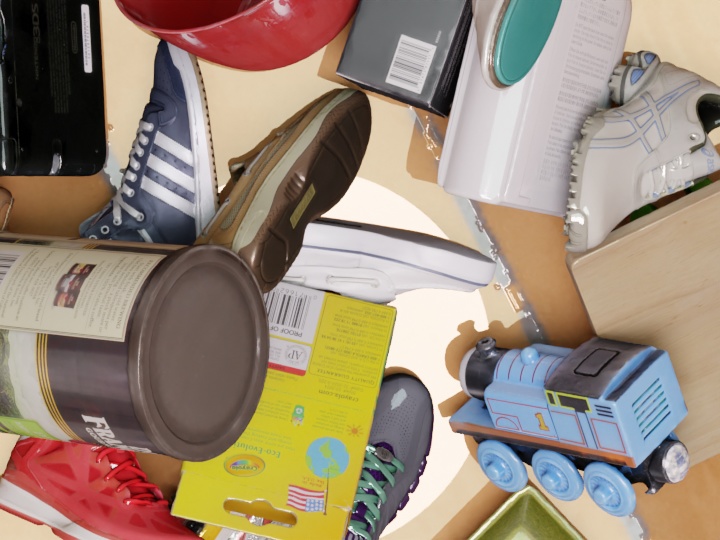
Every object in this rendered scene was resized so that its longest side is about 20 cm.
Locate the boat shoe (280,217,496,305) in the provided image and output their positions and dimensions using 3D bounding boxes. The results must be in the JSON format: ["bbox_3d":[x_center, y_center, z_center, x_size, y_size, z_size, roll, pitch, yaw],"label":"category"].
[{"bbox_3d":[0.000,0.000,1.738,0.199,0.074,0.066,10,98,6],"label":"boat shoe"}]

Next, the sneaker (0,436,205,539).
[{"bbox_3d":[-0.179,0.144,1.692,0.199,0.078,0.116,17,86,31],"label":"sneaker"}]

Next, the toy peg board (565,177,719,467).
[{"bbox_3d":[0.265,0.017,1.748,0.199,0.098,0.200,-25,116,-1],"label":"toy peg board"}]

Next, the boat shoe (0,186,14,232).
[{"bbox_3d":[-0.285,0.032,1.721,0.068,0.072,0.201,20,102,-10],"label":"boat shoe"}]

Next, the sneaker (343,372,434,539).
[{"bbox_3d":[0.005,0.175,1.735,0.074,0.088,0.201,25,93,-12],"label":"sneaker"}]

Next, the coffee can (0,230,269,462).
[{"bbox_3d":[-0.184,0.049,1.622,0.199,0.146,0.147,5,95,34],"label":"coffee can"}]

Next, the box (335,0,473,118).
[{"bbox_3d":[0.056,-0.219,1.680,0.078,0.141,0.201,20,92,9],"label":"box"}]

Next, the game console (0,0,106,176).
[{"bbox_3d":[-0.282,-0.165,1.684,0.116,0.176,0.201,-2,91,33],"label":"game console"}]

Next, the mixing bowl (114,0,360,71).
[{"bbox_3d":[-0.068,-0.217,1.669,0.200,0.200,0.108,-40,134,0],"label":"mixing bowl"}]

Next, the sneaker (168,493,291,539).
[{"bbox_3d":[-0.074,0.161,1.748,0.200,0.078,0.082,-49,122,-3],"label":"sneaker"}]

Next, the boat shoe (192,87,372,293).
[{"bbox_3d":[-0.061,-0.068,1.693,0.076,0.200,0.072,11,133,27],"label":"boat shoe"}]

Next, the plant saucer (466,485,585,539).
[{"bbox_3d":[0.121,0.296,1.775,0.200,0.048,0.200,-44,95,0],"label":"plant saucer"}]

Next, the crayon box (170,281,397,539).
[{"bbox_3d":[-0.055,0.108,1.672,0.126,0.051,0.201,14,60,2],"label":"crayon box"}]

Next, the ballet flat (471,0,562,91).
[{"bbox_3d":[0.112,-0.215,1.584,0.069,0.069,0.201,24,80,-5],"label":"ballet flat"}]

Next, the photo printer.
[{"bbox_3d":[0.131,-0.143,1.686,0.069,0.166,0.201,15,95,27],"label":"photo printer"}]

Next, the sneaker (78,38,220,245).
[{"bbox_3d":[-0.160,-0.071,1.716,0.108,0.070,0.201,-7,98,-5],"label":"sneaker"}]

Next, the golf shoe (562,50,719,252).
[{"bbox_3d":[0.209,-0.083,1.679,0.097,0.079,0.200,16,49,19],"label":"golf shoe"}]

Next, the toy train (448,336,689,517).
[{"bbox_3d":[0.150,0.105,1.696,0.087,0.199,0.115,-38,120,-34],"label":"toy train"}]
